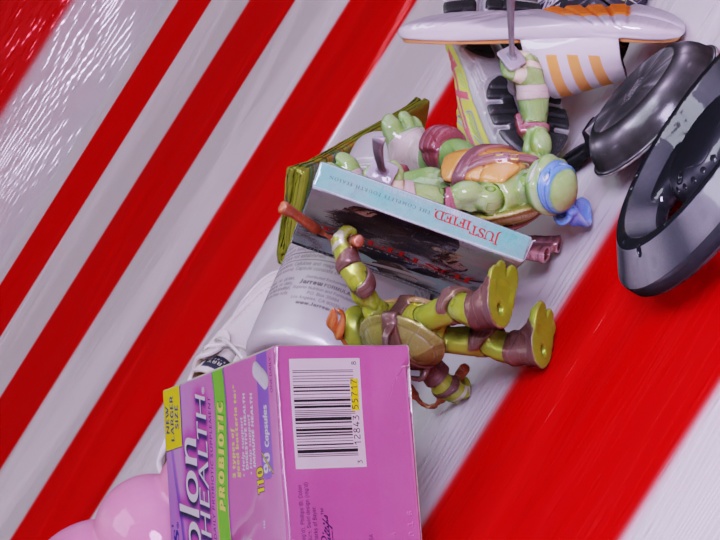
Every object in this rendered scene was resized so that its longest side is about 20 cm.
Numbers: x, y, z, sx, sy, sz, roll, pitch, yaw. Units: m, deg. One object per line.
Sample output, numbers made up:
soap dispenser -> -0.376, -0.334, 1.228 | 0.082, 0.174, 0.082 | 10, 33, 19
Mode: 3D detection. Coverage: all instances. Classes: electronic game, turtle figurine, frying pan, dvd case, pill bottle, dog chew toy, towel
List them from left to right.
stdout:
dog chew toy -> -0.150, 0.204, 1.526 | 0.200, 0.124, 0.125 | -46, 19, 10
towel -> -0.005, -0.074, 1.705 | 0.200, 0.018, 0.087 | -33, -38, -52
pill bottle -> 0.000, 0.000, 1.607 | 0.114, 0.114, 0.201 | -29, 32, 57
dvd case -> 0.029, -0.020, 1.427 | 0.200, 0.145, 0.022 | 127, 163, -80
turtle figurine -> 0.035, 0.030, 1.386 | 0.160, 0.200, 0.065 | -6, 40, 39
turtle figurine -> 0.053, -0.097, 1.439 | 0.193, 0.199, 0.145 | -2, 64, 53
frying pan -> 0.182, -0.112, 1.440 | 0.115, 0.031, 0.190 | -50, 12, -5
electronic game -> 0.215, -0.071, 1.257 | 0.201, 0.041, 0.200 | -56, 10, 14

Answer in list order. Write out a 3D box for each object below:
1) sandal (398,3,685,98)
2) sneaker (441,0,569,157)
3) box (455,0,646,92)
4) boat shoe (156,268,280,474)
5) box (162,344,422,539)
sandal -> 0.129, -0.153, 1.500 | 0.079, 0.205, 0.060 | -38, -53, -64
sneaker -> 0.096, -0.136, 1.579 | 0.091, 0.078, 0.201 | 106, 160, -51
box -> 0.169, -0.240, 1.662 | 0.200, 0.049, 0.200 | -34, 32, 55
boat shoe -> -0.098, 0.082, 1.626 | 0.201, 0.071, 0.070 | -61, -25, -12
box -> -0.047, 0.150, 1.392 | 0.200, 0.096, 0.177 | 157, 111, -62
